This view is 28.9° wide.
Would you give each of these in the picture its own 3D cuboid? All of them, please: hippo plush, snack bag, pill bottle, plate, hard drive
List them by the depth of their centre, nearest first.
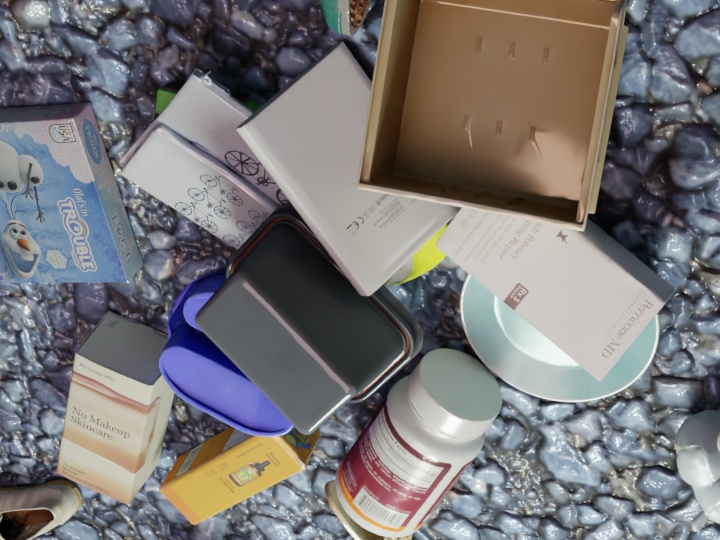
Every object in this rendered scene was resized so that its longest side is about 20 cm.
[{"bbox_3d":[-0.009,-0.095,1.318,0.200,0.132,0.027,53,160,-17],"label":"hard drive"},{"bbox_3d":[0.399,0.187,1.356,0.200,0.159,0.161,58,155,-2],"label":"hippo plush"},{"bbox_3d":[-0.127,-0.095,1.383,0.188,0.021,0.200,35,143,-14],"label":"snack bag"},{"bbox_3d":[0.197,0.044,1.388,0.200,0.026,0.201,10,125,14],"label":"plate"},{"bbox_3d":[0.061,0.182,1.479,0.114,0.114,0.200,31,128,-1],"label":"pill bottle"}]

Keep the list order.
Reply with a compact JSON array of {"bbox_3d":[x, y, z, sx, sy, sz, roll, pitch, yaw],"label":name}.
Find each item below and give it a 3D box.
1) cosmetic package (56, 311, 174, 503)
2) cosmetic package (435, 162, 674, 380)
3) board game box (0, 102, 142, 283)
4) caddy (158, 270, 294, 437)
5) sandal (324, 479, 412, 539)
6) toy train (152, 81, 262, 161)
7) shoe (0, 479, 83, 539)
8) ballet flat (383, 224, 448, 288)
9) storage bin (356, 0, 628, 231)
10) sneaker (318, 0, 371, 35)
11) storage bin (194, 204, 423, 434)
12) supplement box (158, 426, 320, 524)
[{"bbox_3d":[-0.279,0.161,1.618,0.103,0.087,0.200,22,127,8],"label":"cosmetic package"},{"bbox_3d":[0.180,-0.003,1.296,0.200,0.074,0.102,39,110,9],"label":"cosmetic package"},{"bbox_3d":[-0.356,-0.080,1.515,0.198,0.043,0.200,-1,121,21],"label":"board game box"},{"bbox_3d":[-0.118,0.088,1.497,0.200,0.105,0.142,28,106,2],"label":"caddy"},{"bbox_3d":[0.045,0.300,1.605,0.070,0.078,0.212,-30,115,14],"label":"sandal"},{"bbox_3d":[-0.112,-0.142,1.379,0.199,0.042,0.057,15,116,12],"label":"toy train"},{"bbox_3d":[-0.447,0.317,1.811,0.200,0.053,0.070,-21,113,31],"label":"shoe"},{"bbox_3d":[0.000,0.000,1.411,0.200,0.067,0.067,-15,114,29],"label":"ballet flat"},{"bbox_3d":[0.118,-0.154,1.206,0.199,0.094,0.199,11,101,15],"label":"storage bin"},{"bbox_3d":[-0.033,-0.306,1.222,0.080,0.071,0.201,9,120,22],"label":"sneaker"},{"bbox_3d":[-0.065,0.060,1.346,0.200,0.134,0.146,46,120,0],"label":"storage bin"},{"bbox_3d":[-0.140,0.222,1.618,0.200,0.069,0.067,-30,108,36],"label":"supplement box"}]
